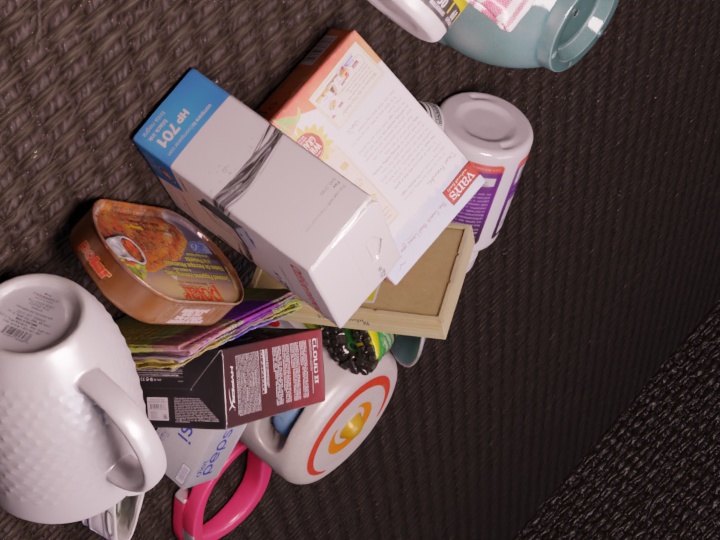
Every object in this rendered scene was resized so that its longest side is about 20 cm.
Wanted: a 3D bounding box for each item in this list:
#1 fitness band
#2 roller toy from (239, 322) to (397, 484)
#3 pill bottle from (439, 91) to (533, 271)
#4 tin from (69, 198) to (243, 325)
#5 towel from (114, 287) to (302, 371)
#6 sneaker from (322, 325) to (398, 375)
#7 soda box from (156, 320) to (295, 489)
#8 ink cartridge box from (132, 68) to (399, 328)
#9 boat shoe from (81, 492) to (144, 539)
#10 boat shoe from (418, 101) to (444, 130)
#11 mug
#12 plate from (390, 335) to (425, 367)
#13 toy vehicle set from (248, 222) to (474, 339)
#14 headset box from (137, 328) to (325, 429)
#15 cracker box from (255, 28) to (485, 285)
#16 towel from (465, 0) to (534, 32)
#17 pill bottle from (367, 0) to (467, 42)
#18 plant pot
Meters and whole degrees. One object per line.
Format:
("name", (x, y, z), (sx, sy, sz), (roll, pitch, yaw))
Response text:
("fitness band", (-0.160, 0.255, 1.957), (0.144, 0.037, 0.200), (-43, 158, -32))
("roller toy", (-0.053, 0.138, 1.843), (0.182, 0.140, 0.200), (-45, 158, -19))
("pill bottle", (0.115, -0.091, 1.873), (0.111, 0.111, 0.201), (-34, 152, -41))
("tin", (-0.170, -0.004, 1.407), (0.042, 0.112, 0.200), (-47, 161, 14))
("towel", (-0.158, 0.051, 1.504), (0.200, 0.143, 0.023), (-27, 112, -55))
("sneaker", (-0.014, 0.004, 1.734), (0.085, 0.078, 0.201), (-45, 127, -46))
("soda box", (-0.145, 0.128, 1.739), (0.068, 0.063, 0.201), (-10, 134, -61))
("ink cartridge box", (-0.076, -0.059, 1.393), (0.086, 0.200, 0.147), (-49, 159, -10))
("boat shoe", (-0.231, 0.193, 1.658), (0.073, 0.067, 0.201), (-34, 152, -41))
("boat shoe", (0.012, -0.098, 1.722), (0.063, 0.071, 0.200), (4, 131, -34))
("mug", (-0.232, 0.105, 1.332), (0.148, 0.199, 0.176), (-41, 148, -31))
("plate", (0.049, 0.003, 1.792), (0.025, 0.201, 0.201), (-6, 142, -13))
("toy vehicle set", (0.000, 0.000, 1.605), (0.027, 0.199, 0.125), (76, 27, -47))
("headset box", (-0.135, 0.098, 1.577), (0.200, 0.148, 0.078), (-11, 99, -60))
("cracker box", (0.003, -0.103, 1.527), (0.134, 0.058, 0.200), (-48, 114, -11))
("towel", (0.094, -0.313, 1.386), (0.147, 0.200, 0.030), (-53, -166, 0))
("pill bottle", (0.083, -0.309, 1.456), (0.200, 0.111, 0.111), (-53, 159, 0))
("plant pot", (0.176, -0.282, 1.666), (0.200, 0.134, 0.201), (-44, 157, -24))
